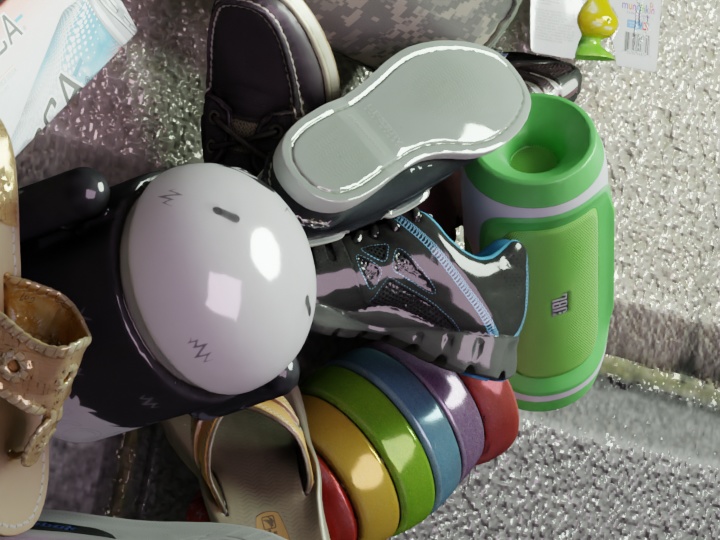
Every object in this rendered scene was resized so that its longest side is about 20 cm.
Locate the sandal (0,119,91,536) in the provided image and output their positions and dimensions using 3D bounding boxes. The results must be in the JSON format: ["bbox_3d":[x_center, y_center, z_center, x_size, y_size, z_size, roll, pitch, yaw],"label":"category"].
[{"bbox_3d":[-0.165,0.026,1.356,0.077,0.069,0.213,-14,99,-52],"label":"sandal"}]

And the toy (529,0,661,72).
[{"bbox_3d":[0.138,-0.228,1.741,0.115,0.047,0.202,5,85,-42],"label":"toy"}]

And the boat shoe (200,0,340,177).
[{"bbox_3d":[-0.054,-0.068,1.540,0.065,0.071,0.201,-54,152,-43],"label":"boat shoe"}]

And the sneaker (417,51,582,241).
[{"bbox_3d":[0.053,-0.055,1.680,0.199,0.075,0.116,-23,123,-37],"label":"sneaker"}]

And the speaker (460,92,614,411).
[{"bbox_3d":[0.103,-0.008,1.646,0.088,0.088,0.201,-43,148,-29],"label":"speaker"}]

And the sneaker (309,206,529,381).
[{"bbox_3d":[0.000,0.000,1.544,0.199,0.073,0.083,15,90,-22],"label":"sneaker"}]

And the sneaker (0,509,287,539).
[{"bbox_3d":[-0.110,0.192,1.481,0.073,0.199,0.113,-22,114,-61],"label":"sneaker"}]

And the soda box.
[{"bbox_3d":[-0.200,-0.092,1.429,0.200,0.063,0.069,-51,123,-41],"label":"soda box"}]

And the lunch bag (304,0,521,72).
[{"bbox_3d":[0.007,-0.201,1.583,0.199,0.139,0.169,21,98,-37],"label":"lunch bag"}]

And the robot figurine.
[{"bbox_3d":[-0.115,0.016,1.445,0.150,0.199,0.126,-3,78,-52],"label":"robot figurine"}]

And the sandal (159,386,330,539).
[{"bbox_3d":[-0.062,0.100,1.523,0.080,0.201,0.054,-16,150,-5],"label":"sandal"}]

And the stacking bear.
[{"bbox_3d":[-0.015,0.113,1.604,0.200,0.113,0.122,-36,115,-27],"label":"stacking bear"}]

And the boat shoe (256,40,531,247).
[{"bbox_3d":[0.013,-0.069,1.522,0.199,0.060,0.076,-21,72,-43],"label":"boat shoe"}]
